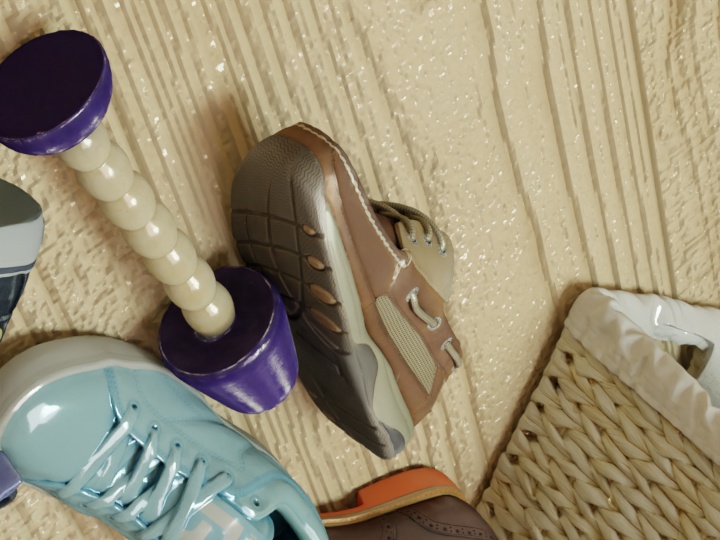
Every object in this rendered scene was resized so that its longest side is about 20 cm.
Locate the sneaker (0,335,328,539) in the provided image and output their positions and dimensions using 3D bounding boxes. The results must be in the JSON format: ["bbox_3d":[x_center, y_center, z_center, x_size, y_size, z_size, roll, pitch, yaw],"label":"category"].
[{"bbox_3d":[-0.073,0.089,0.852,0.199,0.082,0.074,30,97,-49],"label":"sneaker"}]

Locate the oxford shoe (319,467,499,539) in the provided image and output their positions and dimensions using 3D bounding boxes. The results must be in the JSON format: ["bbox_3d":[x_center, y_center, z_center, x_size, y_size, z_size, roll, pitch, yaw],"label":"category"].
[{"bbox_3d":[-0.015,0.158,0.965,0.199,0.072,0.072,-24,134,-28],"label":"oxford shoe"}]

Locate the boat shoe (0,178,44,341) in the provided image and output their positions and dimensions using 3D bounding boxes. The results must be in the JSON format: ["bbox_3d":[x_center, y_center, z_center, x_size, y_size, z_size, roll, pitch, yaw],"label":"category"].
[{"bbox_3d":[-0.197,0.018,0.687,0.199,0.071,0.092,-2,117,-45],"label":"boat shoe"}]

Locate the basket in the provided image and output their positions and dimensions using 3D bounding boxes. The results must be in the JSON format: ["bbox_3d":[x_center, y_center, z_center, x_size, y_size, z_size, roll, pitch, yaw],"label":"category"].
[{"bbox_3d":[0.192,0.131,1.052,0.197,0.200,0.162,9,119,-46],"label":"basket"}]

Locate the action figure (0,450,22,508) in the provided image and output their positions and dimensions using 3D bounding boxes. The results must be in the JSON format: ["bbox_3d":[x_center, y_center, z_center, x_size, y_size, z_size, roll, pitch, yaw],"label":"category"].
[{"bbox_3d":[-0.181,0.174,0.797,0.200,0.105,0.194,-42,153,0],"label":"action figure"}]

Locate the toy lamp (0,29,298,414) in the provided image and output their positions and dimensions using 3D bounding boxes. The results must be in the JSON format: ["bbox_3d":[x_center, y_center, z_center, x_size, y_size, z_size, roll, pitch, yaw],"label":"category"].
[{"bbox_3d":[-0.077,-0.010,0.795,0.058,0.058,0.201,-42,138,-11],"label":"toy lamp"}]

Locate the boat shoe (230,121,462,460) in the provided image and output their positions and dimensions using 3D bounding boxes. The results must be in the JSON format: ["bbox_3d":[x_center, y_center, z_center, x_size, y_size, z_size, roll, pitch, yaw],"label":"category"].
[{"bbox_3d":[0.000,0.000,0.868,0.072,0.076,0.201,-41,149,-17],"label":"boat shoe"}]
